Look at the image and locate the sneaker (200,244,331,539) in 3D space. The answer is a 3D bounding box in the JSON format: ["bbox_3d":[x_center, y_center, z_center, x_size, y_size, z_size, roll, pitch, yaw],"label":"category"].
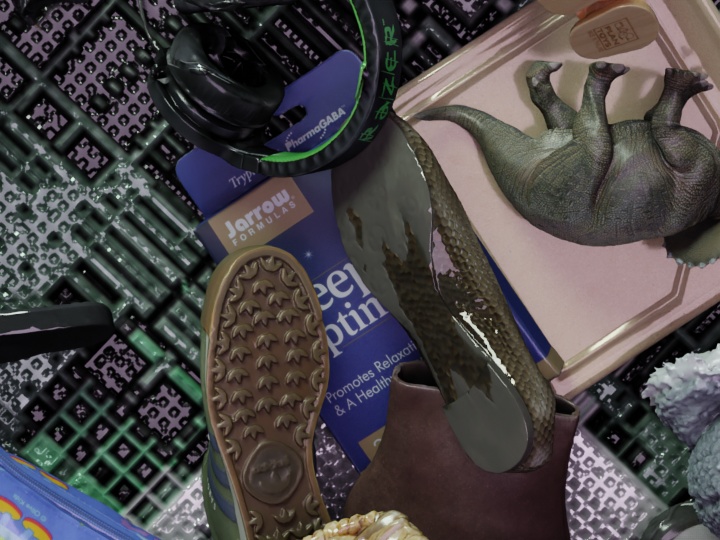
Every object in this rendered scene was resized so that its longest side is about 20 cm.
[{"bbox_3d":[-0.056,0.085,1.284,0.067,0.090,0.201,-11,99,-21],"label":"sneaker"}]

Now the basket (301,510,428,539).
[{"bbox_3d":[-0.017,0.231,1.217,0.200,0.149,0.143,-42,60,-13],"label":"basket"}]

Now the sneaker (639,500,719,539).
[{"bbox_3d":[0.229,0.195,1.313,0.200,0.079,0.074,42,94,-4],"label":"sneaker"}]

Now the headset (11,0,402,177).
[{"bbox_3d":[-0.076,-0.118,1.245,0.200,0.094,0.124,21,109,29],"label":"headset"}]

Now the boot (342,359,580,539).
[{"bbox_3d":[0.088,0.143,1.279,0.200,0.072,0.167,17,119,0],"label":"boot"}]

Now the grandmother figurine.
[{"bbox_3d":[0.114,-0.196,1.240,0.060,0.200,0.121,-14,140,16],"label":"grandmother figurine"}]

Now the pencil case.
[{"bbox_3d":[-0.159,0.145,1.291,0.200,0.078,0.087,34,114,-5],"label":"pencil case"}]

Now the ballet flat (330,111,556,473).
[{"bbox_3d":[0.044,0.009,1.232,0.067,0.046,0.200,-42,67,37],"label":"ballet flat"}]

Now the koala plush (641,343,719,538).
[{"bbox_3d":[0.253,0.083,1.258,0.200,0.184,0.178,-18,95,4],"label":"koala plush"}]

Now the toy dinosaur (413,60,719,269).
[{"bbox_3d":[0.125,-0.051,1.256,0.199,0.077,0.103,6,91,-2],"label":"toy dinosaur"}]

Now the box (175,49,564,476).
[{"bbox_3d":[0.000,0.000,1.297,0.121,0.032,0.200,-33,94,16],"label":"box"}]

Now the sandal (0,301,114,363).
[{"bbox_3d":[-0.224,0.049,1.282,0.199,0.075,0.045,-6,79,-5],"label":"sandal"}]

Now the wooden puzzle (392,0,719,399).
[{"bbox_3d":[0.120,-0.050,1.312,0.200,0.037,0.185,-33,95,5],"label":"wooden puzzle"}]
